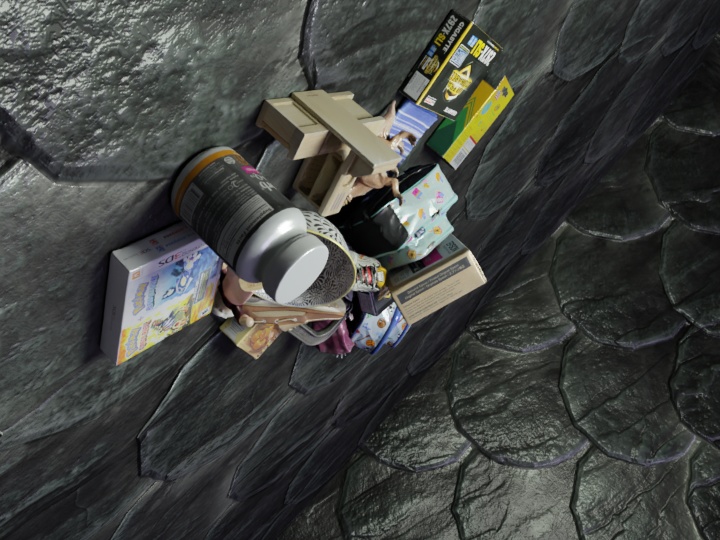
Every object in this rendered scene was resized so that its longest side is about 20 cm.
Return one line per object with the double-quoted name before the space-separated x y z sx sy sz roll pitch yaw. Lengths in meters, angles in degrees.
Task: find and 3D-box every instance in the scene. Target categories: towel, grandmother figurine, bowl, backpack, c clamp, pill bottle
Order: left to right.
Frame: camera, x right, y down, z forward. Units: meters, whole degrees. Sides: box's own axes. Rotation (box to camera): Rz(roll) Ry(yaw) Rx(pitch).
"grandmother figurine" -0.193 0.031 1.197 0.060 0.123 0.200 -9 168 -24
"pill bottle" -0.141 -0.058 0.992 0.116 0.200 0.117 -42 162 -17
"bowl" -0.102 -0.036 1.236 0.202 0.198 0.095 108 -9 -50
"c clamp" -0.071 0.060 1.436 0.171 0.027 0.200 -44 145 -6
"backpack" 0.039 0.090 1.721 0.191 0.153 0.201 -65 179 -49
"towel" 0.058 -0.220 1.417 0.201 0.024 0.144 -54 160 15
"backpack" 0.087 -0.101 1.436 0.200 0.154 0.175 -48 -168 -27

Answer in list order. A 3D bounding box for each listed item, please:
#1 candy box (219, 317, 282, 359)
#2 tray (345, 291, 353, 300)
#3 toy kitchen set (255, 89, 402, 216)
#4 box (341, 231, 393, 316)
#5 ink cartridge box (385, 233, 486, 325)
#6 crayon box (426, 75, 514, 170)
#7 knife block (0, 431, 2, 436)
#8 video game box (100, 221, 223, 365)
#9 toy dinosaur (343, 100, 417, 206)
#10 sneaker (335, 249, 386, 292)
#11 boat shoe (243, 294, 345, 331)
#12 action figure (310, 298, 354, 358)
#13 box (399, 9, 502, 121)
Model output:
"candy box" -0.158 0.062 1.423 0.200 0.055 0.116 -47 160 -6
"tray" -0.042 -0.008 1.549 0.200 0.022 0.109 46 49 -72
"toy kitchen set" -0.049 -0.136 1.111 0.199 0.163 0.181 -23 149 -53
"box" 0.060 -0.042 1.592 0.199 0.049 0.200 -36 128 -35
"ink cartridge box" 0.130 0.009 1.454 0.164 0.076 0.200 -30 -166 2
"crayon box" 0.227 -0.311 1.583 0.201 0.051 0.127 -51 162 8
"knife block" -0.522 0.201 0.874 0.197 0.177 0.064 5 141 -10
"video game box" -0.274 0.021 1.091 0.181 0.047 0.201 -30 153 -41
"toy dinosaur" 0.013 -0.189 1.299 0.086 0.134 0.202 -124 -135 -68
"sneaker" 0.000 0.000 1.358 0.200 0.081 0.079 -3 99 -77
"boat shoe" -0.125 0.064 1.338 0.076 0.197 0.072 -102 -156 -59
"action figure" -0.064 0.080 1.600 0.150 0.132 0.202 -74 161 -50
"box" 0.164 -0.354 1.357 0.160 0.049 0.200 -56 160 16
